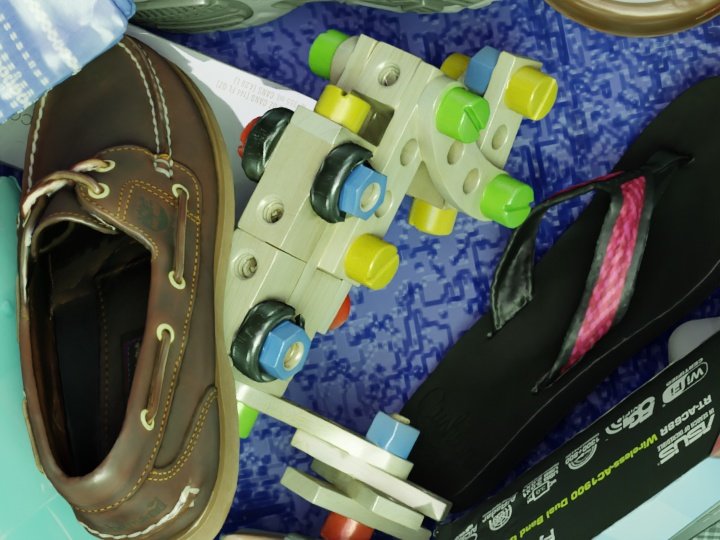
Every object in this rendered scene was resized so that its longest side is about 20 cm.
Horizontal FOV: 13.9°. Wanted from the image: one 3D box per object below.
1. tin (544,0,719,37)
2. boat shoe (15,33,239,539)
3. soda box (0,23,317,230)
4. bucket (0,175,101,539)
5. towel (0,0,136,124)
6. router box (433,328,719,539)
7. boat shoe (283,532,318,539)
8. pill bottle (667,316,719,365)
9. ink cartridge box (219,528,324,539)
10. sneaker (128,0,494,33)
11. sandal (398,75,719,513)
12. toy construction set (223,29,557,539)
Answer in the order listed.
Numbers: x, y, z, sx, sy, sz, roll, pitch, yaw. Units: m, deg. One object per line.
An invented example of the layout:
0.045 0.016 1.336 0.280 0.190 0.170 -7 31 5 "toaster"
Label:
0.077 -0.178 1.132 0.112 0.042 0.200 -43 85 6 "tin"
-0.083 -0.003 1.001 0.070 0.070 0.200 -25 56 21 "boat shoe"
-0.115 -0.068 1.129 0.200 0.064 0.068 22 91 6 "soda box"
-0.174 0.073 1.062 0.207 0.207 0.135 -31 94 3 "bucket"
-0.186 -0.081 0.978 0.200 0.024 0.145 -39 113 -15 "towel"
0.145 0.122 1.006 0.150 0.062 0.200 -38 116 24 "router box"
0.042 0.169 1.055 0.202 0.074 0.065 42 79 -16 "boat shoe"
0.216 0.064 1.073 0.200 0.112 0.112 -6 87 5 "pill bottle"
0.035 0.190 1.101 0.200 0.050 0.162 8 89 7 "ink cartridge box"
-0.010 -0.146 1.103 0.200 0.078 0.099 -2 81 19 "sneaker"
0.078 0.006 1.104 0.200 0.075 0.045 -48 130 3 "sandal"
0.000 0.000 1.075 0.092 0.131 0.200 10 82 29 "toy construction set"
